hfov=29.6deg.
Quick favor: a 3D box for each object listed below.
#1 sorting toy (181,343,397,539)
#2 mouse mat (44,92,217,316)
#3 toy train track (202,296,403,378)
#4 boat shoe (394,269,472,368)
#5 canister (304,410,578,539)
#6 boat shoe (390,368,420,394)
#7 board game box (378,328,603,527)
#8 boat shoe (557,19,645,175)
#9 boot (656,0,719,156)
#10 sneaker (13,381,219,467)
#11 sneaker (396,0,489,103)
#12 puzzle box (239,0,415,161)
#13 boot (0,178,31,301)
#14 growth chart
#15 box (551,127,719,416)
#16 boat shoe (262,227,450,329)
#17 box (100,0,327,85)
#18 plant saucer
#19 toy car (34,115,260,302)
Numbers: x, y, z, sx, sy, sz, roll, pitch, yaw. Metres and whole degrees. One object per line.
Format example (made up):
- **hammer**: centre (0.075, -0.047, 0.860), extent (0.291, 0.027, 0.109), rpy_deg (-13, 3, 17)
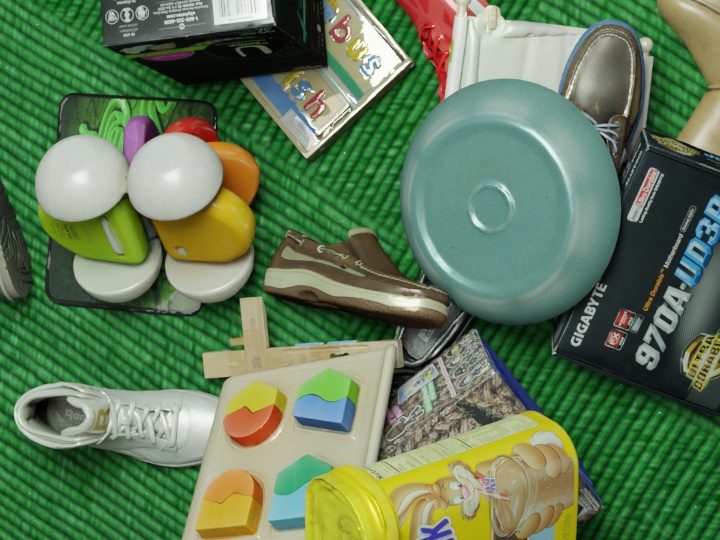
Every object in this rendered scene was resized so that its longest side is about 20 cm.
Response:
- **sorting toy**: centre (-0.065, 0.151, 1.124), extent (0.198, 0.036, 0.187), rpy_deg (-16, 46, 32)
- **mouse mat**: centre (-0.217, -0.063, 1.280), extent (0.158, 0.008, 0.203), rpy_deg (4, 89, 11)
- **toy train track**: centre (-0.049, 0.078, 1.216), extent (0.197, 0.032, 0.117), rpy_deg (-5, 91, 27)
- **boat shoe**: centre (0.088, -0.004, 1.189), extent (0.073, 0.068, 0.200), rpy_deg (36, 96, 9)
- **canister**: centre (0.064, 0.197, 1.013), extent (0.198, 0.086, 0.151), rpy_deg (-14, 114, -31)
- **boat shoe**: centre (-0.023, 0.150, 1.210), extent (0.198, 0.060, 0.075), rpy_deg (-26, 83, 9)
- **board game box**: centre (0.073, 0.182, 1.146), extent (0.199, 0.097, 0.160), rpy_deg (-39, 106, 8)
- **boat shoe**: centre (0.190, -0.102, 1.115), extent (0.071, 0.072, 0.203), rpy_deg (11, 106, 5)
- **boot**: centre (0.279, -0.119, 1.143), extent (0.174, 0.066, 0.202), rpy_deg (31, 95, -5)
- **sneaker**: centre (-0.209, 0.140, 1.220), extent (0.197, 0.116, 0.075), rpy_deg (4, 88, 9)
- **sneaker**: centre (0.077, -0.175, 1.183), extent (0.199, 0.078, 0.116), rpy_deg (39, 84, 10)
- **puzzle box**: centre (-0.060, -0.218, 1.244), extent (0.133, 0.025, 0.201), rpy_deg (-42, 82, 7)
- **boot**: centre (-0.423, -0.019, 1.286), extent (0.198, 0.073, 0.184), rpy_deg (-24, 71, 3)
- **growth chart**: centre (0.159, -0.145, 1.151), extent (0.197, 0.018, 0.147), rpy_deg (8, 105, -16)
- **box**: centre (0.265, 0.004, 1.116), extent (0.157, 0.046, 0.202), rpy_deg (20, 115, -2)
- **boat shoe**: centre (-0.004, -0.002, 1.172), extent (0.200, 0.074, 0.076), rpy_deg (10, 81, 39)
- **box**: centre (-0.119, -0.237, 1.140), extent (0.146, 0.200, 0.126), rpy_deg (-5, 89, 10)
- **plant saucer**: centre (0.111, -0.052, 1.101), extent (0.197, 0.036, 0.203), rpy_deg (6, 102, 29)
- **toy car**: centre (-0.183, -0.070, 1.206), extent (0.197, 0.176, 0.152), rpy_deg (0, 54, 11)
